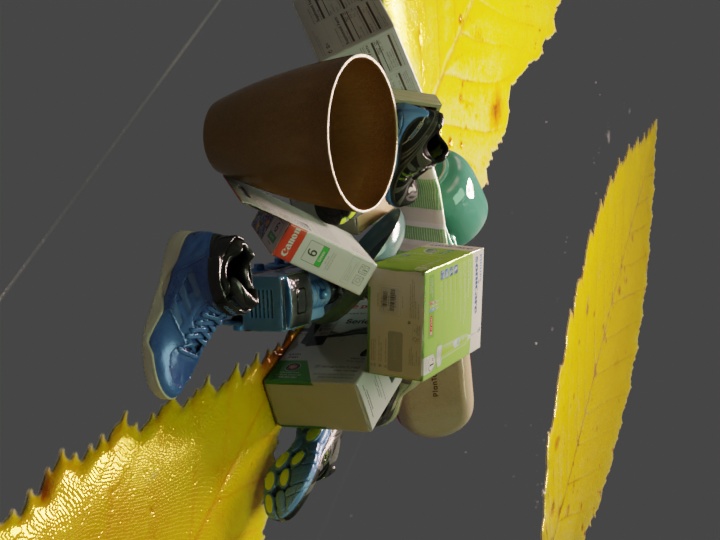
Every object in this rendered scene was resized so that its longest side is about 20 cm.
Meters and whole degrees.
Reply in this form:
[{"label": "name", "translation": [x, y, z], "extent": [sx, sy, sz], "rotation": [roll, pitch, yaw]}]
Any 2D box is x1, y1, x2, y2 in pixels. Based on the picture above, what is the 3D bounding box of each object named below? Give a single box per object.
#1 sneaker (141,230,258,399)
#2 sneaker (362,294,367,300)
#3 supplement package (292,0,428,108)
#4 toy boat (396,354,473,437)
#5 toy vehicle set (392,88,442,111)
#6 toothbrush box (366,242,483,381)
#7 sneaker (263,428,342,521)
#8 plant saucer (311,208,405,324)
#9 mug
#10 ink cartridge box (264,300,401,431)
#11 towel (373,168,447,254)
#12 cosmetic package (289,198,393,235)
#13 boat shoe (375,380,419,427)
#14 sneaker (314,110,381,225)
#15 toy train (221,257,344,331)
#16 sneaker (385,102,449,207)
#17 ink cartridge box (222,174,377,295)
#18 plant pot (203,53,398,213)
[{"label": "sneaker", "translation": [-0.177, 0.051, 1.431], "extent": [0.077, 0.111, 0.200], "rotation": [39, 58, -59]}, {"label": "sneaker", "translation": [0.032, 0.092, 1.904], "extent": [0.098, 0.071, 0.200], "rotation": [-60, 144, -38]}, {"label": "supplement package", "translation": [0.007, -0.279, 1.718], "extent": [0.200, 0.111, 0.156], "rotation": [62, 4, -46]}, {"label": "toy boat", "translation": [0.113, 0.170, 2.053], "extent": [0.131, 0.130, 0.200], "rotation": [-104, -172, -76]}, {"label": "toy vehicle set", "translation": [-0.004, -0.188, 1.667], "extent": [0.027, 0.200, 0.124], "rotation": [-113, -145, -45]}, {"label": "toothbrush box", "translation": [0.089, 0.051, 1.667], "extent": [0.200, 0.086, 0.146], "rotation": [-21, 114, -59]}, {"label": "sneaker", "translation": [-0.068, 0.265, 1.697], "extent": [0.083, 0.071, 0.200], "rotation": [67, 32, -30]}, {"label": "plant saucer", "translation": [0.000, 0.000, 1.722], "extent": [0.027, 0.200, 0.200], "rotation": [39, 45, -9]}, {"label": "mug", "translation": [0.121, -0.112, 1.953], "extent": [0.152, 0.185, 0.114], "rotation": [-43, 135, -12]}, {"label": "ink cartridge box", "translation": [-0.020, 0.126, 1.719], "extent": [0.200, 0.147, 0.083], "rotation": [-55, 136, -50]}, {"label": "towel", "translation": [0.069, -0.073, 1.893], "extent": [0.023, 0.153, 0.200], "rotation": [-20, 110, -41]}, {"label": "cosmetic package", "translation": [-0.009, -0.114, 1.776], "extent": [0.200, 0.105, 0.071], "rotation": [-38, 124, -55]}, {"label": "boat shoe", "translation": [0.027, 0.178, 1.842], "extent": [0.066, 0.201, 0.072], "rotation": [-14, 67, -28]}, {"label": "sneaker", "translation": [-0.004, -0.157, 1.617], "extent": [0.081, 0.074, 0.200], "rotation": [-7, 116, -64]}, {"label": "toy train", "translation": [-0.099, 0.032, 1.586], "extent": [0.200, 0.114, 0.087], "rotation": [-12, 102, -63]}, {"label": "sneaker", "translation": [0.072, -0.144, 1.636], "extent": [0.200, 0.083, 0.071], "rotation": [97, -3, -59]}, {"label": "ink cartridge box", "translation": [-0.086, -0.045, 1.562], "extent": [0.200, 0.109, 0.050], "rotation": [24, 102, -26]}, {"label": "plant pot", "translation": [-0.083, -0.163, 1.510], "extent": [0.186, 0.200, 0.186], "rotation": [1, 90, -64]}]
